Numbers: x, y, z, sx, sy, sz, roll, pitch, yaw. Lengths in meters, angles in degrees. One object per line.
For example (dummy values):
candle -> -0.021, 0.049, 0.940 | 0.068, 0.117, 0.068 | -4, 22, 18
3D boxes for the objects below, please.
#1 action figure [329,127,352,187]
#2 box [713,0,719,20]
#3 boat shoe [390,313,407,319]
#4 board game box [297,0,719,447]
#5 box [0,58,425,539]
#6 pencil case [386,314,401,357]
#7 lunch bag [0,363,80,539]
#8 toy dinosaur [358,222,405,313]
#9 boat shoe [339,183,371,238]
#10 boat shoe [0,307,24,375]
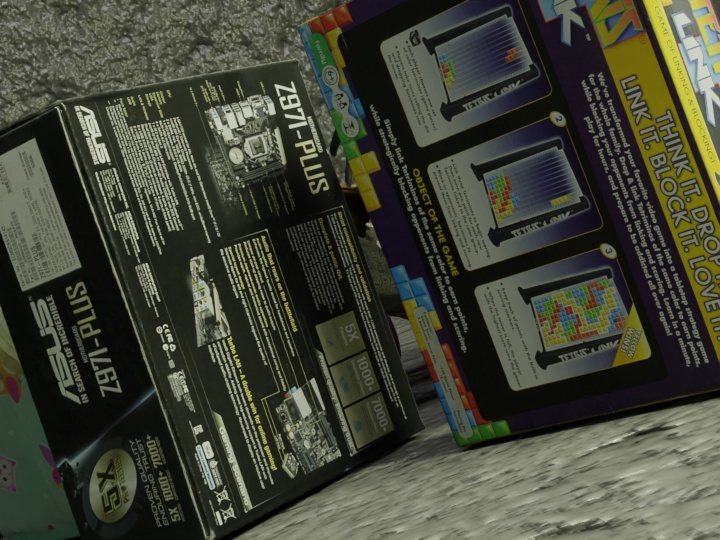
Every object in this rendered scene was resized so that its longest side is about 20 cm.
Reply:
action figure -> 0.058, -0.127, 0.719 | 0.200, 0.102, 0.119 | -31, 25, 3
box -> 0.248, -0.107, 0.970 | 0.060, 0.201, 0.117 | -18, -1, -9
boat shoe -> 0.022, -0.002, 1.063 | 0.199, 0.067, 0.074 | 11, -5, 3
board game box -> 0.079, -0.041, 0.610 | 0.165, 0.201, 0.057 | -18, 4, 41
box -> -0.077, 0.014, 0.705 | 0.086, 0.201, 0.164 | -18, 2, 40
pencil case -> -0.037, 0.056, 1.003 | 0.088, 0.089, 0.200 | -20, 2, -17
lunch bag -> -0.147, 0.050, 0.887 | 0.122, 0.171, 0.200 | -19, 6, 33
toy dinosaur -> 0.000, 0.000, 0.885 | 0.199, 0.077, 0.102 | 9, 20, -35
boat shoe -> 0.015, -0.022, 0.997 | 0.199, 0.076, 0.072 | 0, -27, -12
boat shoe -> -0.113, -0.004, 0.790 | 0.069, 0.074, 0.200 | -38, -3, 36
